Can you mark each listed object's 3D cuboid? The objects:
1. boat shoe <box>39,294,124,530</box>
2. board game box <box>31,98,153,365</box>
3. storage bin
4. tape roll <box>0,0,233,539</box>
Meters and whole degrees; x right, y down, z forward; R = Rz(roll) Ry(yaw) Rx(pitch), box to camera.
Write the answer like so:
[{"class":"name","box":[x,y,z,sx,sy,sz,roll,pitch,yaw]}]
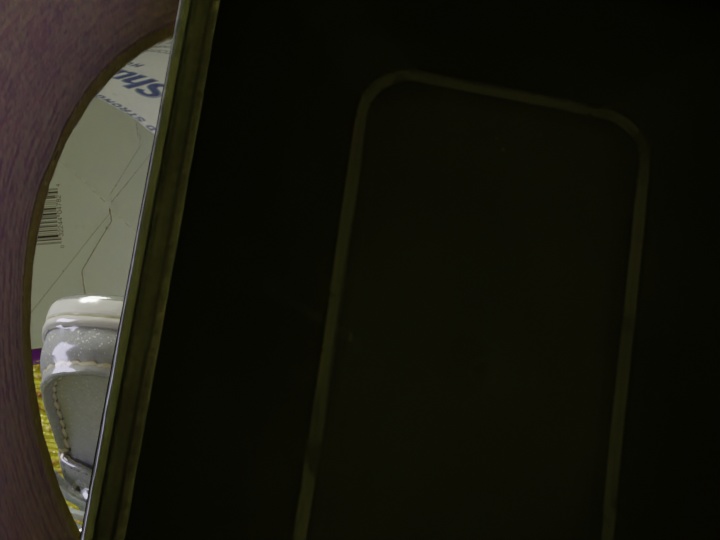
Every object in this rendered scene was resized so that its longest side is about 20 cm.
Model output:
[{"class":"boat shoe","box":[-0.051,0.085,0.719,0.202,0.074,0.065,72,-154,-46]},{"class":"board game box","box":[-0.128,-0.021,0.869,0.200,0.103,0.105,-1,94,64]},{"class":"storage bin","box":[0.028,0.004,0.391,0.094,0.135,0.201,116,163,-69]},{"class":"tape roll","box":[-0.041,0.020,0.478,0.066,0.200,0.201,-9,62,38]}]
